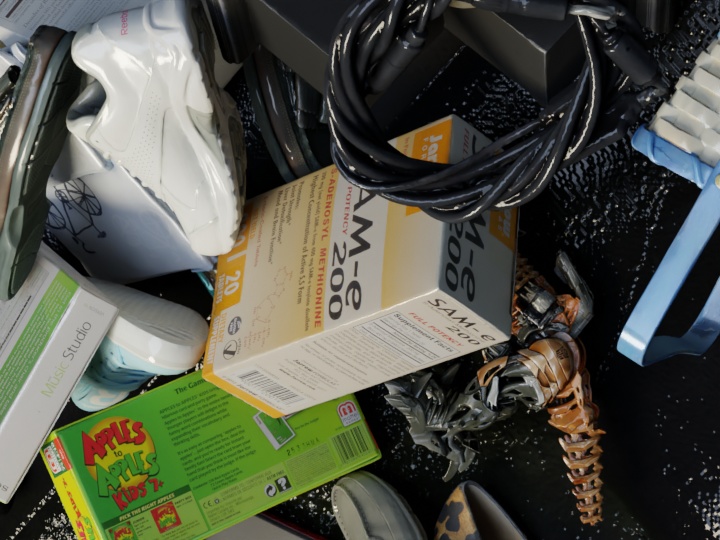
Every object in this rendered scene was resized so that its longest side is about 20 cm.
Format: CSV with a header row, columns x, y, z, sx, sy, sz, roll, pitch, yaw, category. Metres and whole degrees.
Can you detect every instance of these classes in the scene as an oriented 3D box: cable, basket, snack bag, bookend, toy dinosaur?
x,y,z,sx,sy,sz,roll,pitch,yaw,category
0.061,-0.104,1.401,0.199,0.051,0.163,-25,130,23,cable
0.217,-0.039,1.421,0.139,0.176,0.201,34,104,15,basket
-0.199,-0.060,1.657,0.200,0.021,0.188,48,154,-17,snack bag
0.050,-0.156,1.484,0.200,0.092,0.199,39,77,18,bookend
0.093,0.062,1.565,0.135,0.102,0.201,-29,62,15,toy dinosaur

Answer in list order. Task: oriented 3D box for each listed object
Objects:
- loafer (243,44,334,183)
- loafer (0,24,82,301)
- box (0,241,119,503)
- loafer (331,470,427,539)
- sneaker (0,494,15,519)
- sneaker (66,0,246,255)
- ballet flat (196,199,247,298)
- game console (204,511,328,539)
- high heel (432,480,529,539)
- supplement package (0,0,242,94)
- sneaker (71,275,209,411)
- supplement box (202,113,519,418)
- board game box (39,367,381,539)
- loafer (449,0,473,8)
x,y,z,sx,sy,sz,roll,pitch,yaw,category
-0.041,-0.153,1.603,0.063,0.072,0.201,-14,90,23,loafer
-0.222,-0.069,1.551,0.063,0.072,0.201,23,126,6,loafer
-0.234,0.054,1.643,0.145,0.036,0.200,-60,26,1,box
0.017,0.203,1.598,0.200,0.069,0.070,-123,21,-50,loafer
-0.246,0.082,1.770,0.111,0.073,0.201,-2,97,32,sneaker
-0.126,-0.087,1.533,0.099,0.078,0.201,-7,133,7,sneaker
-0.123,-0.063,1.688,0.063,0.069,0.200,-39,81,1,ballet flat
-0.050,0.272,1.718,0.176,0.031,0.201,20,108,25,game console
0.129,0.210,1.576,0.199,0.071,0.144,5,109,38,high heel
-0.196,-0.164,1.640,0.199,0.110,0.114,23,153,30,supplement package
-0.155,0.057,1.645,0.200,0.073,0.083,-159,77,-65,sneaker
0.000,0.000,1.548,0.199,0.073,0.127,-21,50,37,supplement box
-0.096,0.116,1.622,0.102,0.199,0.048,65,155,4,board game box
0.100,-0.237,1.424,0.075,0.068,0.200,30,71,15,loafer
